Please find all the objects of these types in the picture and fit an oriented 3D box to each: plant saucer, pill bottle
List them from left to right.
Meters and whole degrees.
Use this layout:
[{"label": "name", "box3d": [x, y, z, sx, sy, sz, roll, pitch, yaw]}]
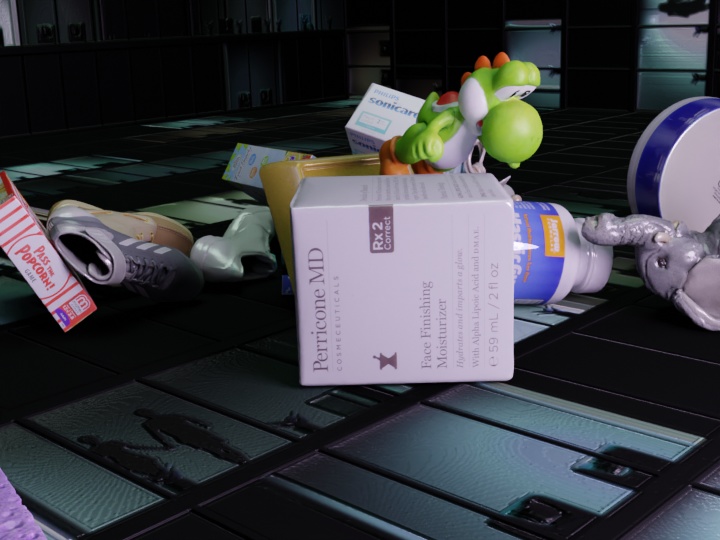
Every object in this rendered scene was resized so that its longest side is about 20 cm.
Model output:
[{"label": "plant saucer", "box3d": [0.001, -0.058, 1.176, 0.196, 0.203, 0.049, -8, -25, -23]}, {"label": "pill bottle", "box3d": [0.173, -0.020, 1.121, 0.196, 0.115, 0.112, 2, 12, -16]}]

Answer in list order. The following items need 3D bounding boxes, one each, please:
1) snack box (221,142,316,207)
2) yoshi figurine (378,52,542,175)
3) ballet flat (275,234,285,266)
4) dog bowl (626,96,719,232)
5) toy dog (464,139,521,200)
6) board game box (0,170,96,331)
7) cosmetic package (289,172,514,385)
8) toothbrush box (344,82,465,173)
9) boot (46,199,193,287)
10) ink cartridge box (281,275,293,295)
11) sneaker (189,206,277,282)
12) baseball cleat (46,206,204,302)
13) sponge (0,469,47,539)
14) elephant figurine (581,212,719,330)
[{"label": "snack box", "box3d": [-0.082, -0.112, 1.482, 0.167, 0.069, 0.199, 31, -8, -38]}, {"label": "yoshi figurine", "box3d": [0.110, -0.128, 1.029, 0.199, 0.112, 0.113, -35, 15, 46]}, {"label": "ballet flat", "box3d": [-0.078, -0.046, 1.387, 0.070, 0.071, 0.200, 5, 10, -8]}, {"label": "dog bowl", "box3d": [0.445, -0.114, 1.293, 0.196, 0.204, 0.079, -6, 17, -14]}, {"label": "toy dog", "box3d": [0.170, -0.078, 1.359, 0.095, 0.134, 0.201, 8, 43, 34]}, {"label": "board game box", "box3d": [-0.375, -0.026, 1.163, 0.046, 0.153, 0.200, -35, 24, -11]}, {"label": "cosmetic package", "box3d": [0.038, 0.002, 0.962, 0.195, 0.169, 0.165, -3, 14, 1]}, {"label": "toothbrush box", "box3d": [0.073, -0.150, 1.427, 0.144, 0.201, 0.086, 23, 65, 21]}, {"label": "boot", "box3d": [-0.289, -0.027, 1.295, 0.197, 0.074, 0.155, 15, 12, -31]}, {"label": "ink cartridge box", "box3d": [0.000, 0.000, 1.253, 0.195, 0.038, 0.095, -5, 14, -3]}, {"label": "sneaker", "box3d": [-0.140, -0.023, 1.318, 0.087, 0.077, 0.200, 15, 25, 16]}, {"label": "baseball cleat", "box3d": [-0.258, 0.000, 1.134, 0.198, 0.070, 0.107, 24, 15, -28]}, {"label": "sponge", "box3d": [-0.281, 0.162, 0.659, 0.110, 0.030, 0.199, -10, 16, -30]}, {"label": "elephant figurine", "box3d": [0.354, -0.007, 1.061, 0.197, 0.157, 0.142, -26, -26, 9]}]
